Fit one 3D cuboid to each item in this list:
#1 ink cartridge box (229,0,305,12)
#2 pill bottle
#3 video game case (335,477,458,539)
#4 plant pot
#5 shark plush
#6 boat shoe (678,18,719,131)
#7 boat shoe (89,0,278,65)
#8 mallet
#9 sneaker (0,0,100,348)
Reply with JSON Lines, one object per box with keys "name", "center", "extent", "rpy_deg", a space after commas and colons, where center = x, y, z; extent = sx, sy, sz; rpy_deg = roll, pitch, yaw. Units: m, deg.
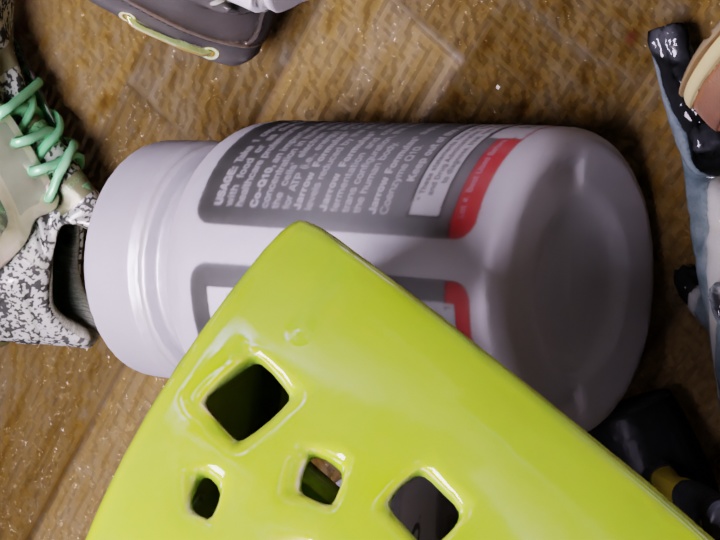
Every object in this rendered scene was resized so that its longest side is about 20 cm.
{"name": "ink cartridge box", "center": [-0.068, -0.178, 0.821], "extent": [0.199, 0.146, 0.086], "rpy_deg": [24, 123, 26]}
{"name": "pill bottle", "center": [0.000, 0.000, 0.879], "extent": [0.199, 0.114, 0.115], "rpy_deg": [4, 114, 37]}
{"name": "video game case", "center": [-0.024, 0.176, 0.960], "extent": [0.022, 0.183, 0.200], "rpy_deg": [26, 139, -26]}
{"name": "plant pot", "center": [-0.011, 0.139, 0.758], "extent": [0.199, 0.182, 0.200], "rpy_deg": [38, 157, 12]}
{"name": "shark plush", "center": [0.130, 0.016, 0.822], "extent": [0.201, 0.091, 0.083], "rpy_deg": [60, 163, -9]}
{"name": "boat shoe", "center": [0.180, -0.094, 0.721], "extent": [0.068, 0.072, 0.200], "rpy_deg": [53, 130, 6]}
{"name": "boat shoe", "center": [-0.121, -0.147, 0.914], "extent": [0.201, 0.072, 0.061], "rpy_deg": [29, 132, 8]}
{"name": "mallet", "center": [0.109, 0.070, 0.802], "extent": [0.041, 0.200, 0.066], "rpy_deg": [-24, 83, 0]}
{"name": "sneaker", "center": [-0.144, -0.048, 1.009], "extent": [0.088, 0.077, 0.201], "rpy_deg": [11, 124, 19]}
